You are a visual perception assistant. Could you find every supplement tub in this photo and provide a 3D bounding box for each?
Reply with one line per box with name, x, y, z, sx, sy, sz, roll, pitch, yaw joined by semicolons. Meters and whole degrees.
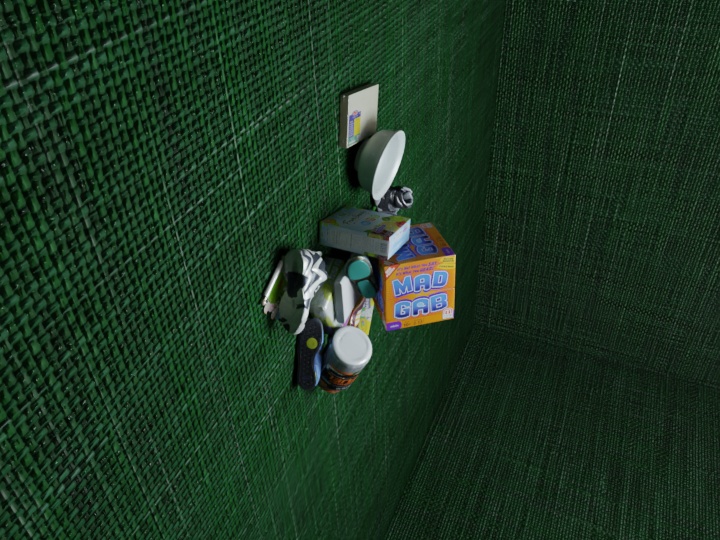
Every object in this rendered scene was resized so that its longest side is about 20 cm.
supplement tub;-0.054;0.253;1.651;0.123;0.121;0.201;-58;178;-41

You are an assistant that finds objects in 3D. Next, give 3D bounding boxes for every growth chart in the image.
growth chart;-0.176;0.053;1.427;0.200;0.017;0.147;50;57;-64

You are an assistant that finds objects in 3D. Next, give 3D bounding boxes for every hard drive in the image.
hard drive;-0.022;0.030;1.622;0.201;0.026;0.134;-57;150;-50

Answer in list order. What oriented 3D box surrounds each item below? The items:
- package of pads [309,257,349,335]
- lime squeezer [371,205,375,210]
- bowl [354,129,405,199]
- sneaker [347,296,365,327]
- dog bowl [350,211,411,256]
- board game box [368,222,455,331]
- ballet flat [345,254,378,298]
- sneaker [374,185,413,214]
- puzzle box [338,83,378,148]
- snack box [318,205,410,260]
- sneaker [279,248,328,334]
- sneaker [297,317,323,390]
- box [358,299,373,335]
package of pads;-0.077;0.080;1.635;0.201;0.067;0.157;67;40;-57
lime squeezer;0.011;-0.111;1.815;0.071;0.037;0.204;155;-49;-76
bowl;0.043;-0.307;1.656;0.203;0.089;0.202;-58;164;-26
sneaker;-0.031;0.126;1.794;0.090;0.074;0.203;58;54;-73
dog bowl;0.071;-0.069;1.783;0.197;0.079;0.204;-16;122;-27
board game box;0.136;0.013;1.654;0.201;0.196;0.203;-115;-162;-57
ballet flat;0.000;0.000;1.556;0.201;0.073;0.075;72;37;-57
sneaker;0.115;-0.205;1.886;0.200;0.111;0.077;54;39;-62
puzzle box;-0.003;-0.415;1.585;0.200;0.025;0.136;-44;142;-56
snack box;0.013;-0.103;1.568;0.169;0.196;0.069;-42;140;-59
sneaker;-0.125;0.044;1.414;0.129;0.078;0.204;-14;107;-56
sneaker;-0.132;0.215;1.592;0.079;0.065;0.204;-62;159;-73
box;0.014;0.116;1.875;0.117;0.047;0.204;-107;-155;-81
